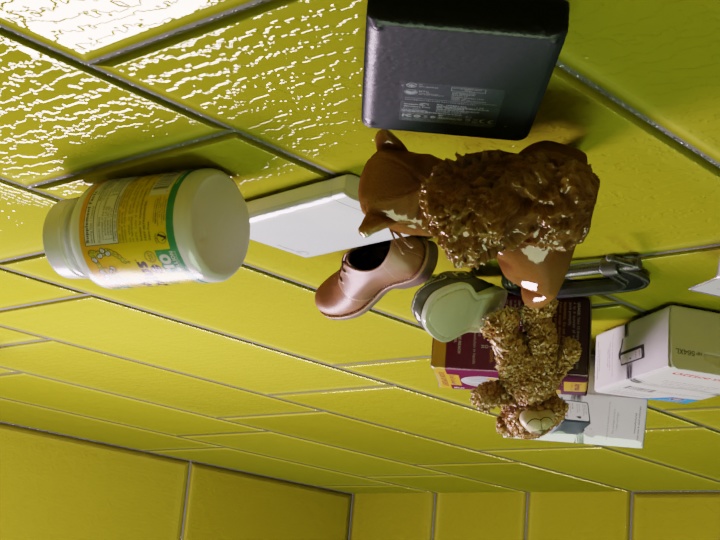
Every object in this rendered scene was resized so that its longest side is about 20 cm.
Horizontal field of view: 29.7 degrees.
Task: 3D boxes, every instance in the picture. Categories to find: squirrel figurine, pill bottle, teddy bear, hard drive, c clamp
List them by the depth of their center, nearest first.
[{"bbox_3d":[0.071,-0.151,1.016,0.138,0.033,0.200,5,165,0],"label":"hard drive"},{"bbox_3d":[0.092,-0.061,1.125,0.185,0.143,0.200,15,176,-3],"label":"squirrel figurine"},{"bbox_3d":[-0.221,-0.039,1.373,0.199,0.114,0.113,-4,163,30],"label":"pill bottle"},{"bbox_3d":[-0.036,-0.054,1.421,0.131,0.027,0.199,19,160,-40],"label":"hard drive"},{"bbox_3d":[0.242,0.005,1.558,0.199,0.027,0.170,-9,164,39],"label":"c clamp"},{"bbox_3d":[0.200,0.120,1.612,0.144,0.202,0.067,-7,-156,-31],"label":"teddy bear"}]

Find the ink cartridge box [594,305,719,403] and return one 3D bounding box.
[{"bbox_3d":[0.415,0.113,1.770,0.145,0.085,0.200,9,163,-17],"label":"ink cartridge box"}]

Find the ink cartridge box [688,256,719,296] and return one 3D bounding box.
[{"bbox_3d":[0.480,0.000,1.411,0.197,0.044,0.200,13,161,-25],"label":"ink cartridge box"}]

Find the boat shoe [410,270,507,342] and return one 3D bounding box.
[{"bbox_3d":[0.103,0.036,1.553,0.060,0.073,0.201,30,-166,25],"label":"boat shoe"}]

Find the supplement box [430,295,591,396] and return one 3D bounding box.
[{"bbox_3d":[0.196,0.096,1.745,0.198,0.104,0.131,2,163,10],"label":"supplement box"}]

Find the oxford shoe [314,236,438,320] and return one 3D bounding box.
[{"bbox_3d":[0.000,0.000,1.541,0.071,0.072,0.200,20,148,-31],"label":"oxford shoe"}]

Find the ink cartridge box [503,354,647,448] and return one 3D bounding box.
[{"bbox_3d":[0.305,0.181,1.945,0.198,0.087,0.147,2,-161,8],"label":"ink cartridge box"}]
